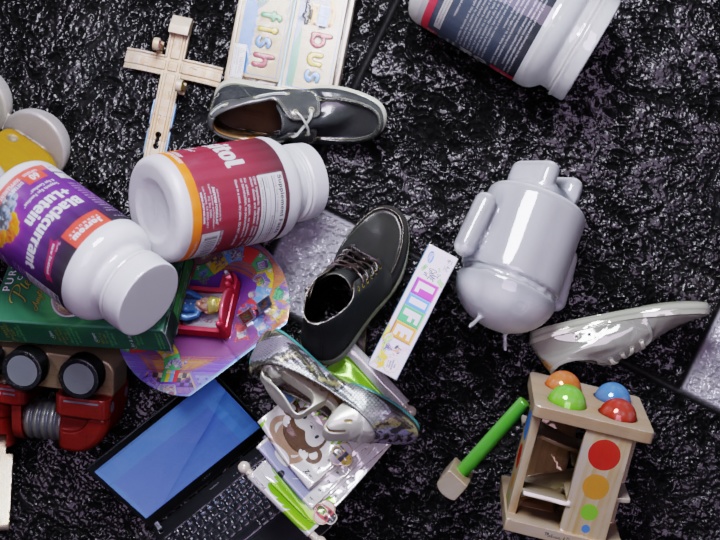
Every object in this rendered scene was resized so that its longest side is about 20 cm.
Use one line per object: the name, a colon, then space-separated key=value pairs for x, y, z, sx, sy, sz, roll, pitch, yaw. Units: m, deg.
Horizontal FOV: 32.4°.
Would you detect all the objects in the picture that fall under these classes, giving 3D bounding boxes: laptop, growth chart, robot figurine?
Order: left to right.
laptop: x=-0.162 y=0.248 z=1.353 sx=0.177 sy=0.103 sz=0.201 roll=-38 pitch=70 yaw=1
growth chart: x=-0.038 y=0.176 z=1.336 sx=0.144 sy=0.018 sz=0.200 roll=37 pitch=73 yaw=6
robot figurine: x=0.172 y=-0.018 z=1.341 sx=0.169 sy=0.113 sz=0.202 roll=29 pitch=77 yaw=-30

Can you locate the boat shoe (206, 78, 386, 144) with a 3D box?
boat shoe: x=-0.071 y=-0.166 z=1.375 sx=0.198 sy=0.068 sz=0.072 roll=6 pitch=120 yaw=3

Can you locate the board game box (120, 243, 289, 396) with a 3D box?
board game box: x=-0.179 y=0.035 z=1.355 sx=0.199 sy=0.039 sz=0.158 roll=-36 pitch=62 yaw=-9

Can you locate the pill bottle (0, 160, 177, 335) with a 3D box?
pill bottle: x=-0.284 y=-0.020 z=1.262 sx=0.199 sy=0.111 sz=0.112 roll=32 pitch=90 yaw=24

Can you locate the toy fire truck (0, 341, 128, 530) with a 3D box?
toy fire truck: x=-0.356 y=0.174 z=1.369 sx=0.174 sy=0.129 sz=0.202 roll=7 pitch=106 yaw=6

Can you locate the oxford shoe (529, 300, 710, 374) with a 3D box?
oxford shoe: x=0.286 y=0.072 z=1.362 sx=0.198 sy=0.075 sz=0.058 roll=-14 pitch=82 yaw=9

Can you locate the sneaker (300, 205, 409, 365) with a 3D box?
sneaker: x=0.000 y=0.000 z=1.335 sx=0.074 sy=0.106 sz=0.201 roll=23 pitch=67 yaw=10

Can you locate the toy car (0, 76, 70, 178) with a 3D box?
toy car: x=-0.433 y=-0.118 z=1.365 sx=0.199 sy=0.175 sz=0.150 roll=36 pitch=126 yaw=2

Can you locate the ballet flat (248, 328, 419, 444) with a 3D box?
ballet flat: x=-0.035 y=0.140 z=1.300 sx=0.199 sy=0.072 sz=0.072 roll=32 pitch=90 yaw=11

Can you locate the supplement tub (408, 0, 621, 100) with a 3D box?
supplement tub: x=0.165 y=-0.288 z=1.343 sx=0.199 sy=0.140 sz=0.141 roll=31 pitch=89 yaw=3

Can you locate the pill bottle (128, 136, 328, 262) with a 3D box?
pill bottle: x=-0.137 y=-0.081 z=1.323 sx=0.199 sy=0.113 sz=0.114 roll=-15 pitch=87 yaw=-38

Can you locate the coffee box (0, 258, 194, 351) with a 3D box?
coffee box: x=-0.287 y=0.022 z=1.333 sx=0.198 sy=0.044 sz=0.124 roll=2 pitch=54 yaw=10

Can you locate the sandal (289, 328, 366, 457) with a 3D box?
sandal: x=-0.034 y=0.137 z=1.385 sx=0.081 sy=0.055 sz=0.202 roll=5 pitch=74 yaw=-4

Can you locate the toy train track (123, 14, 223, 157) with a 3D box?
toy train track: x=-0.224 y=-0.191 z=1.407 sx=0.114 sy=0.033 sz=0.202 roll=12 pitch=90 yaw=2

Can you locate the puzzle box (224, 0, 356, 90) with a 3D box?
puzzle box: x=-0.072 y=-0.298 z=1.409 sx=0.132 sy=0.025 sz=0.202 roll=10 pitch=88 yaw=1

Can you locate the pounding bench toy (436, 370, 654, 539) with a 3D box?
pounding bench toy: x=0.192 y=0.186 z=1.319 sx=0.198 sy=0.124 sz=0.158 roll=13 pitch=102 yaw=2

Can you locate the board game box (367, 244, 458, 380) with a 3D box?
board game box: x=0.055 y=0.044 z=1.307 sx=0.034 sy=0.200 sz=0.135 roll=27 pitch=90 yaw=3
